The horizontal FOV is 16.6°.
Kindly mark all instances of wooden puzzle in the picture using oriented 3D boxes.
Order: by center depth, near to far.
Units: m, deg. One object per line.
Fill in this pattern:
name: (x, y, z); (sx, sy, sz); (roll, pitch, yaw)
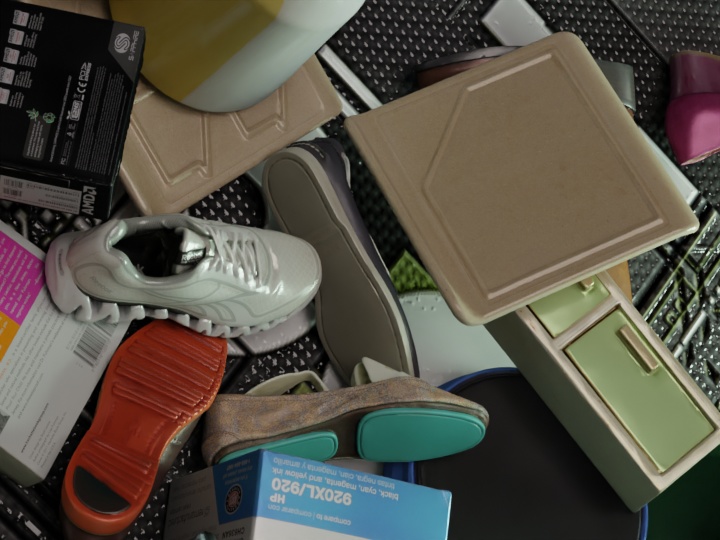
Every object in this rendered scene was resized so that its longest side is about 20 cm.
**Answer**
wooden puzzle: (-0.127, -0.147, 1.702); (0.200, 0.046, 0.186); (-34, 96, -36)
wooden puzzle: (0.111, -0.064, 1.732); (0.199, 0.037, 0.186); (-21, 63, -18)

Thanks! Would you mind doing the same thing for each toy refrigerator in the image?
toy refrigerator: (0.165, 0.063, 1.739); (0.076, 0.070, 0.200); (-35, 81, -20)

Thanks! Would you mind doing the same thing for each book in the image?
book: (-0.256, 0.027, 1.584); (0.200, 0.048, 0.134); (38, 59, -18)

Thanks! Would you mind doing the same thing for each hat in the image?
hat: (0.264, 0.251, 1.831); (0.201, 0.164, 0.176); (-68, 149, -26)

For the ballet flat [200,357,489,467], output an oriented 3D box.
ballet flat: (-0.012, 0.094, 1.675); (0.198, 0.068, 0.068); (-5, 52, -15)

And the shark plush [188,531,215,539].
shark plush: (-0.159, 0.220, 1.522); (0.091, 0.199, 0.083); (64, 26, -13)

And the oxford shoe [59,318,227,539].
oxford shoe: (-0.148, 0.106, 1.623); (0.071, 0.073, 0.200); (28, 47, 4)

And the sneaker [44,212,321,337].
sneaker: (-0.104, -0.002, 1.628); (0.199, 0.081, 0.076); (0, 68, -34)

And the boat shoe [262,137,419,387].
boat shoe: (0.000, 0.000, 1.722); (0.063, 0.072, 0.201); (-33, 101, -50)

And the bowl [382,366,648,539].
bowl: (0.113, 0.161, 1.739); (0.199, 0.039, 0.202); (10, 61, -19)

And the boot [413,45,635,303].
boot: (0.120, -0.059, 1.826); (0.187, 0.068, 0.202); (6, 83, -35)

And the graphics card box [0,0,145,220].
graphics card box: (-0.243, -0.113, 1.571); (0.198, 0.051, 0.126); (10, 60, -4)

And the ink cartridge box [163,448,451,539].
ink cartridge box: (-0.045, 0.236, 1.595); (0.144, 0.147, 0.202); (15, 71, -26)

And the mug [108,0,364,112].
mug: (-0.080, -0.190, 1.624); (0.186, 0.153, 0.150); (-31, 95, -36)

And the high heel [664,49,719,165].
high heel: (0.328, -0.107, 1.937); (0.198, 0.067, 0.097); (9, 64, -13)
